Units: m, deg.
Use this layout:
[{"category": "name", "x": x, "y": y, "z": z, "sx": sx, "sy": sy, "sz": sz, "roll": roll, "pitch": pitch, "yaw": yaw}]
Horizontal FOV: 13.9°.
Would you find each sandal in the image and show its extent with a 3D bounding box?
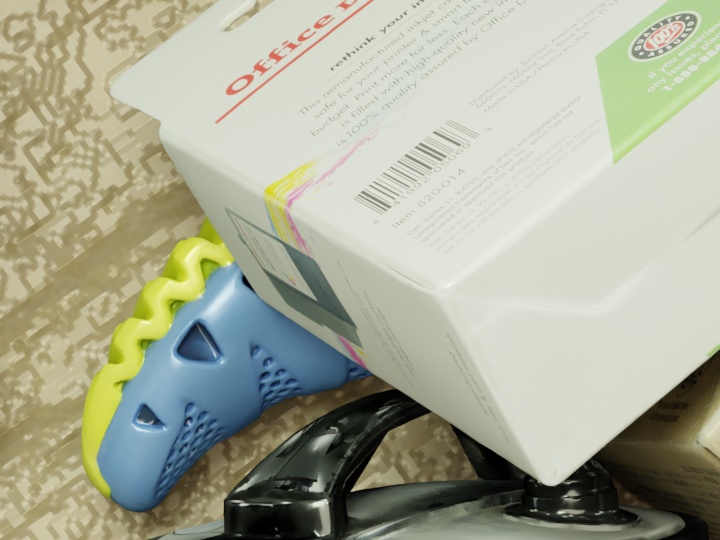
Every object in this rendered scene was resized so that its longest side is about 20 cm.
[{"category": "sandal", "x": 0.000, "y": 0.000, "z": 0.868, "sx": 0.087, "sy": 0.079, "sz": 0.200, "roll": 44, "pitch": 86, "yaw": 4}]

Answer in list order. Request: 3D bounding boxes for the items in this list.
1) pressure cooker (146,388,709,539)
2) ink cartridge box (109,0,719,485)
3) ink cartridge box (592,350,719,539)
[{"category": "pressure cooker", "x": 0.021, "y": 0.132, "z": 0.821, "sx": 0.179, "sy": 0.176, "sz": 0.200, "roll": -3, "pitch": 92, "yaw": -10}, {"category": "ink cartridge box", "x": 0.028, "y": -0.033, "z": 0.776, "sx": 0.117, "sy": 0.200, "sz": 0.067, "roll": -38, "pitch": 121, "yaw": -13}, {"category": "ink cartridge box", "x": 0.153, "y": 0.066, "z": 0.824, "sx": 0.165, "sy": 0.200, "sz": 0.075, "roll": 36, "pitch": 84, "yaw": -5}]
